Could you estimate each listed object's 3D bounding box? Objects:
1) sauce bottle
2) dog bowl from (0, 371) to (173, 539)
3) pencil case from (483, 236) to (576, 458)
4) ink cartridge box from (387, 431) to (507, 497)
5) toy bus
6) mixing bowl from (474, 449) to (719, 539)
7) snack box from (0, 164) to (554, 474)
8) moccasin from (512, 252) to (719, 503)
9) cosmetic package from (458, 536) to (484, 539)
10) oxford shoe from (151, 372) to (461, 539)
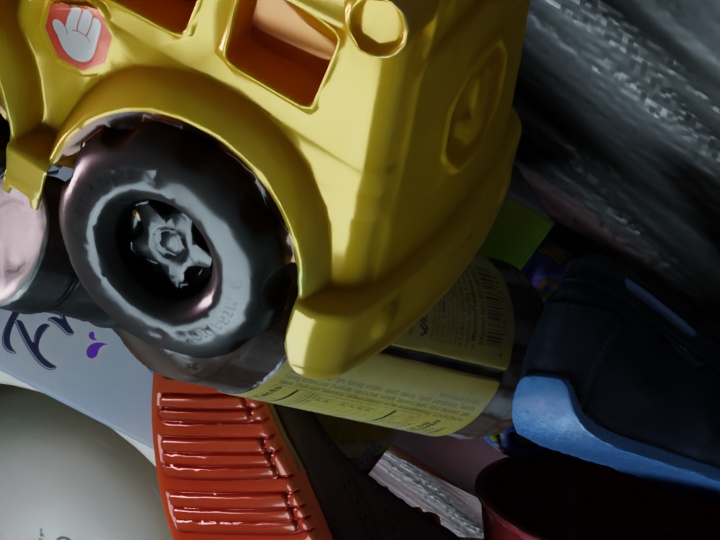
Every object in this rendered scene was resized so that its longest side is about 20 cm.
[{"bbox_3d":[-0.029,0.008,0.931,0.199,0.065,0.065,16,180,-41],"label":"sauce bottle"},{"bbox_3d":[-0.113,0.102,1.139,0.199,0.074,0.201,10,116,20],"label":"dog bowl"},{"bbox_3d":[0.000,0.000,1.125,0.199,0.087,0.078,25,140,27],"label":"pencil case"},{"bbox_3d":[0.036,0.068,1.240,0.162,0.050,0.200,26,-177,27],"label":"ink cartridge box"},{"bbox_3d":[-0.046,-0.098,0.812,0.199,0.136,0.193,28,134,15],"label":"toy bus"},{"bbox_3d":[0.131,0.141,1.063,0.199,0.109,0.200,8,-171,-1],"label":"mixing bowl"},{"bbox_3d":[-0.055,-0.015,1.008,0.199,0.143,0.053,30,-166,-26],"label":"snack box"},{"bbox_3d":[0.130,0.043,1.002,0.080,0.069,0.200,7,171,36],"label":"moccasin"},{"bbox_3d":[0.044,0.197,1.215,0.199,0.124,0.199,8,-163,-24],"label":"cosmetic package"},{"bbox_3d":[-0.009,0.094,1.023,0.071,0.073,0.201,3,124,44],"label":"oxford shoe"}]
